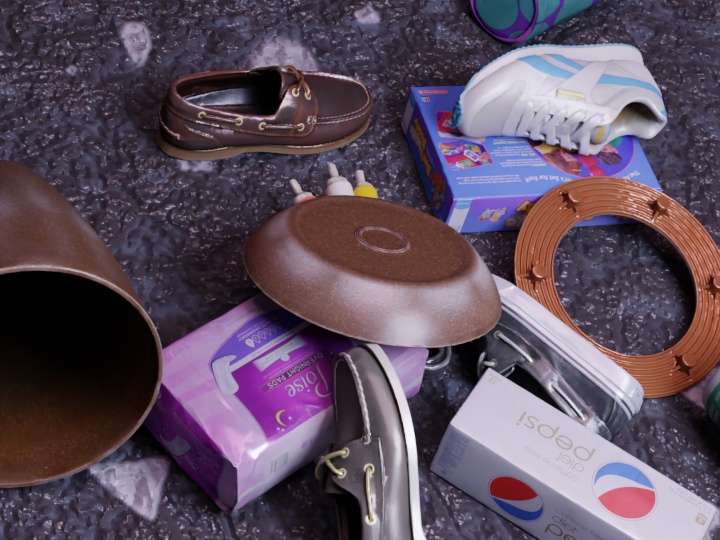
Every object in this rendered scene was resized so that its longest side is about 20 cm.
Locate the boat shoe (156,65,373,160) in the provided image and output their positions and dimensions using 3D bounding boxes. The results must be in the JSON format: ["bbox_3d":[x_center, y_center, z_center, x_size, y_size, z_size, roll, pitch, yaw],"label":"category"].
[{"bbox_3d":[-0.075,-0.140,1.354,0.199,0.071,0.071,-12,54,-26],"label":"boat shoe"}]

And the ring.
[{"bbox_3d":[0.222,0.009,1.318,0.199,0.019,0.202,7,63,-13],"label":"ring"}]

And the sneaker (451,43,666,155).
[{"bbox_3d":[0.173,-0.142,1.364,0.198,0.077,0.081,-11,57,-22],"label":"sneaker"}]

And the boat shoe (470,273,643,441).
[{"bbox_3d":[0.122,0.066,1.235,0.199,0.072,0.071,33,70,25],"label":"boat shoe"}]

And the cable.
[{"bbox_3d":[0.000,0.000,1.268,0.096,0.051,0.201,-12,54,-29],"label":"cable"}]

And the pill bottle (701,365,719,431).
[{"bbox_3d":[0.357,0.148,1.209,0.112,0.114,0.201,-13,55,-26],"label":"pill bottle"}]

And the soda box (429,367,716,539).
[{"bbox_3d":[0.156,0.161,1.172,0.199,0.064,0.068,32,49,10],"label":"soda box"}]

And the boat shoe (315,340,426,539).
[{"bbox_3d":[0.004,0.150,1.092,0.060,0.072,0.204,-7,82,-21],"label":"boat shoe"}]

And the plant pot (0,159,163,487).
[{"bbox_3d":[-0.249,0.014,1.117,0.185,0.188,0.201,-4,38,-19],"label":"plant pot"}]

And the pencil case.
[{"bbox_3d":[0.201,-0.295,1.554,0.199,0.085,0.093,-29,90,-35],"label":"pencil case"}]

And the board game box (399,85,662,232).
[{"bbox_3d":[0.149,-0.102,1.403,0.198,0.045,0.135,-3,52,-19],"label":"board game box"}]

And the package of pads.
[{"bbox_3d":[-0.056,0.080,1.169,0.199,0.076,0.120,-30,63,-34],"label":"package of pads"}]

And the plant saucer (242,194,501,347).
[{"bbox_3d":[0.013,-0.009,1.182,0.199,0.037,0.201,11,25,-5],"label":"plant saucer"}]
